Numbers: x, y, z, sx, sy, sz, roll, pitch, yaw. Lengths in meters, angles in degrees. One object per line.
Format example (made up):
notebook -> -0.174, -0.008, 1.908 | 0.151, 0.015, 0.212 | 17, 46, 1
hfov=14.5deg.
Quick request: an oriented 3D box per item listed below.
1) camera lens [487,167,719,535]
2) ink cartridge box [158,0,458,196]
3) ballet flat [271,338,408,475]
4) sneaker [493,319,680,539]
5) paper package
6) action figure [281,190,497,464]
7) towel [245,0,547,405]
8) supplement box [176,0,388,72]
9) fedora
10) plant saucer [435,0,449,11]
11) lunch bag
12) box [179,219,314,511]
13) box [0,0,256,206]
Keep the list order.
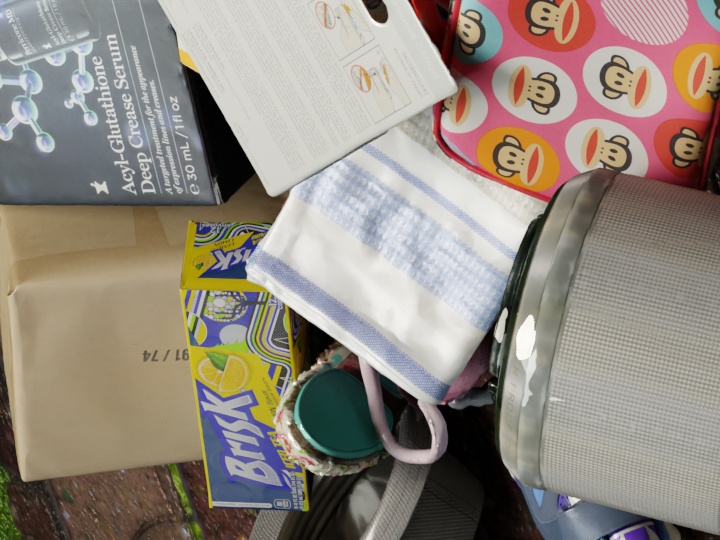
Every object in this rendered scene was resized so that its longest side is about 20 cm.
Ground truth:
camera lens -> 0.170, 0.045, 1.374 | 0.199, 0.160, 0.161 | 13, 132, 14
ink cartridge box -> -0.027, -0.141, 1.480 | 0.200, 0.050, 0.163 | -26, 95, 55
ballet flat -> -0.010, 0.085, 1.729 | 0.076, 0.200, 0.064 | 49, 120, 0
sneaker -> 0.140, 0.103, 1.595 | 0.147, 0.080, 0.201 | 56, 158, 36
paper package -> -0.134, 0.033, 1.854 | 0.104, 0.198, 0.192 | -107, 14, -46
action figure -> 0.000, 0.000, 1.686 | 0.200, 0.149, 0.134 | 48, 150, -16
towel -> 0.033, -0.040, 1.599 | 0.147, 0.024, 0.201 | 36, 110, 17
supplement box -> -0.045, -0.215, 1.602 | 0.073, 0.126, 0.201 | 30, 138, 42
fedora -> 0.011, 0.171, 1.822 | 0.090, 0.178, 0.200 | 31, 136, -19
plant saucer -> 0.079, -0.211, 1.492 | 0.200, 0.037, 0.201 | 40, 144, 30
lunch bag -> 0.107, -0.122, 1.410 | 0.175, 0.082, 0.201 | 19, 136, 5
box -> -0.068, 0.062, 1.773 | 0.201, 0.069, 0.065 | 85, -172, -45
box -> -0.162, -0.128, 1.746 | 0.199, 0.107, 0.149 | 1, 118, 29
